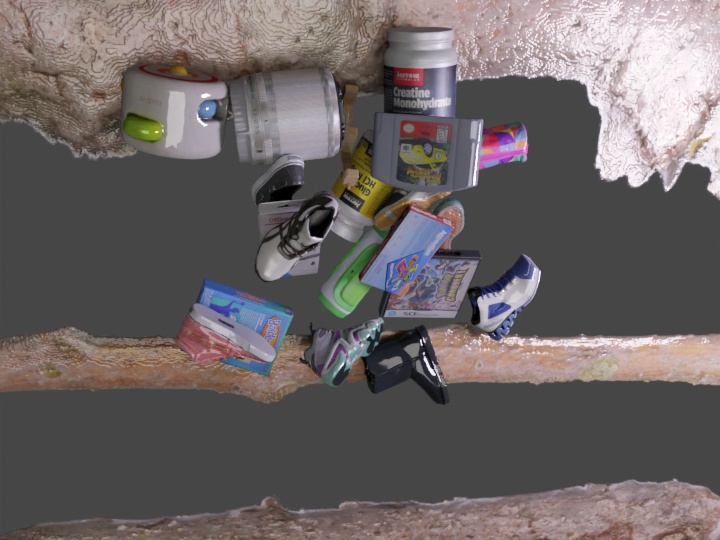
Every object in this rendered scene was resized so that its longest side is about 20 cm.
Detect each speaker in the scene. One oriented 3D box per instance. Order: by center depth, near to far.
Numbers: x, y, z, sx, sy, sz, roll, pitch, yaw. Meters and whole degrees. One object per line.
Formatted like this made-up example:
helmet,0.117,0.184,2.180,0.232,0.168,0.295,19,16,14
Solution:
speaker,0.000,0.000,1.467,0.088,0.089,0.201,37,100,-22

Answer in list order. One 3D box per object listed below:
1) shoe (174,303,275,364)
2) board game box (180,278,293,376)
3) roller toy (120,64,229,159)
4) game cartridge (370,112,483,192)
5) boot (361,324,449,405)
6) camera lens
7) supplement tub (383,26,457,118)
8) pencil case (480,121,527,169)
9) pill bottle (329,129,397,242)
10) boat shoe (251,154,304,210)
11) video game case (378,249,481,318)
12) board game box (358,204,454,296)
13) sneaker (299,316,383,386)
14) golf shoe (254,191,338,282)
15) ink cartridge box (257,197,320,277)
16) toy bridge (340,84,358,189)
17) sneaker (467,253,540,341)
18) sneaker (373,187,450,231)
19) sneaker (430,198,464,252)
shoe,-0.275,0.153,1.431,0.198,0.072,0.092,31,104,-16
board game box,-0.259,0.122,1.482,0.197,0.045,0.154,20,105,-18
roller toy,-0.323,-0.285,1.233,0.179,0.200,0.143,2,113,-23
game cartridge,0.116,-0.209,1.264,0.195,0.041,0.136,6,104,14
boot,0.097,0.238,1.585,0.165,0.076,0.203,-23,108,-6
camera lens,-0.132,-0.280,1.286,0.195,0.160,0.163,-8,113,-8
supplement tub,0.111,-0.344,1.322,0.137,0.141,0.204,-5,113,-10
pencil case,0.240,-0.241,1.424,0.196,0.089,0.090,-15,114,-7
pill bottle,0.009,-0.163,1.388,0.111,0.113,0.202,26,104,-20
boat shoe,-0.151,-0.145,1.322,0.069,0.199,0.068,-2,73,-30
video game case,0.143,0.031,1.495,0.177,0.026,0.202,2,138,-12
board game box,0.087,-0.035,1.379,0.101,0.020,0.201,20,128,-21
sneaker,-0.050,0.143,1.512,0.199,0.138,0.079,-40,147,-37
golf shoe,-0.115,-0.057,1.248,0.077,0.095,0.201,40,93,-16
ink cartridge box,-0.138,-0.058,1.360,0.113,0.068,0.201,-7,157,-8
toy bridge,-0.023,-0.245,1.334,0.027,0.067,0.204,4,69,-12
sneaker,0.302,0.054,1.555,0.113,0.081,0.202,21,107,-21
sneaker,0.104,-0.155,1.348,0.198,0.089,0.075,-36,141,16
sneaker,0.160,-0.097,1.420,0.070,0.081,0.201,1,152,-6
